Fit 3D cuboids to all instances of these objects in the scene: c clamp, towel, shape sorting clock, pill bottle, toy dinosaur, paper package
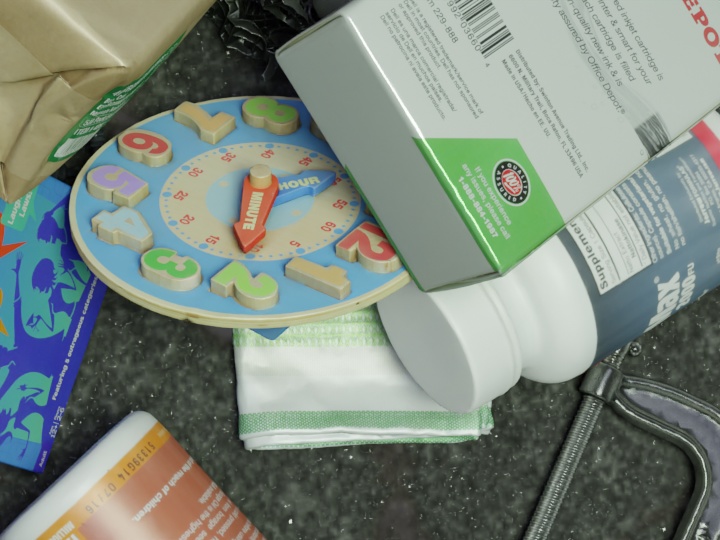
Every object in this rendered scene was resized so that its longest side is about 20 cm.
[{"bbox_3d":[0.137,0.130,1.074,0.170,0.027,0.201,20,81,-6],"label":"c clamp"},{"bbox_3d":[0.000,0.000,1.061,0.148,0.031,0.201,-1,86,-10],"label":"towel"},{"bbox_3d":[-0.053,-0.037,0.971,0.199,0.201,0.039,-1,130,-9],"label":"shape sorting clock"},{"bbox_3d":[0.113,-0.008,1.016,0.199,0.120,0.120,-30,90,-21],"label":"pill bottle"},{"bbox_3d":[-0.091,0.182,0.990,0.112,0.112,0.200,-43,92,-9],"label":"pill bottle"},{"bbox_3d":[-0.012,-0.177,1.045,0.135,0.102,0.200,-30,72,-28],"label":"toy dinosaur"},{"bbox_3d":[-0.174,-0.160,0.909,0.190,0.200,0.103,41,119,-7],"label":"paper package"}]

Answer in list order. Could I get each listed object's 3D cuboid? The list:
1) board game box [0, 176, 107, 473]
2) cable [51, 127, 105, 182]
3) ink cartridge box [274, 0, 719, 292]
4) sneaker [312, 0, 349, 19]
[{"bbox_3d":[-0.210,0.012,0.949,0.045,0.200,0.153,14,83,29],"label":"board game box"},{"bbox_3d":[-0.231,-0.134,1.032,0.162,0.051,0.201,-13,90,-4],"label":"cable"},{"bbox_3d":[0.082,-0.104,0.921,0.200,0.084,0.146,-36,98,-26],"label":"ink cartridge box"},{"bbox_3d":[0.061,-0.121,1.020,0.201,0.067,0.109,-20,96,-50],"label":"sneaker"}]
